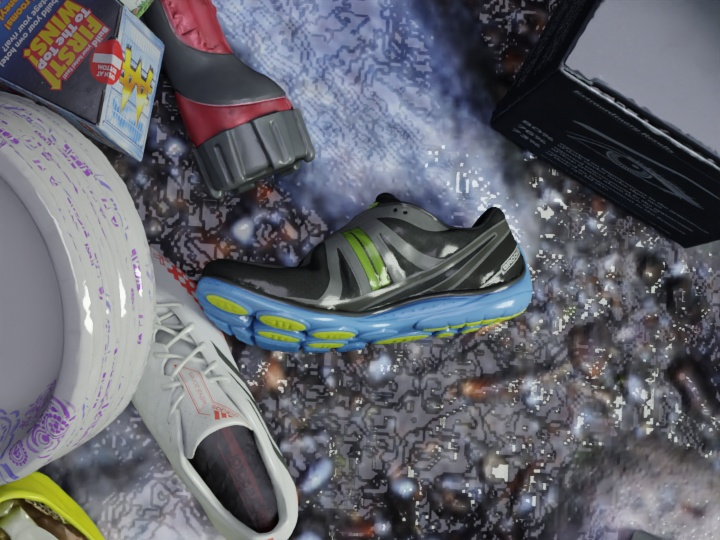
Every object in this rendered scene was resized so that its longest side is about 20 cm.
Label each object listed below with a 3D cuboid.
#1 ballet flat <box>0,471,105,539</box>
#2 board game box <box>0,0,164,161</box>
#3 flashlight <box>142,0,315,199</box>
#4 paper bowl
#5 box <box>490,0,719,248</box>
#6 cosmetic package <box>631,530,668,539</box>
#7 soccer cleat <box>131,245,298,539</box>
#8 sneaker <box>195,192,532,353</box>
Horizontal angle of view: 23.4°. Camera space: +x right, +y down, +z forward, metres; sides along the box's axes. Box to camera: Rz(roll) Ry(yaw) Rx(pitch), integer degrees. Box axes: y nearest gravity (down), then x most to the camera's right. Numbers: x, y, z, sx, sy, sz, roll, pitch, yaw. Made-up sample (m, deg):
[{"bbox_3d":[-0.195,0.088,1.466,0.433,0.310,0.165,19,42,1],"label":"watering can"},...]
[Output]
[{"bbox_3d":[-0.142,0.192,0.955,0.067,0.067,0.200,-41,93,-9],"label":"ballet flat"},{"bbox_3d":[-0.159,-0.164,0.927,0.200,0.062,0.200,41,90,21],"label":"board game box"},{"bbox_3d":[-0.090,-0.144,0.983,0.067,0.068,0.201,-20,89,-25],"label":"flashlight"},{"bbox_3d":[-0.196,0.005,0.914,0.199,0.104,0.202,8,107,27],"label":"paper bowl"},{"bbox_3d":[0.171,-0.098,0.946,0.147,0.200,0.105,31,83,-5],"label":"box"},{"bbox_3d":[0.225,0.279,0.972,0.198,0.123,0.201,21,85,-6],"label":"cosmetic package"},{"bbox_3d":[-0.094,0.067,0.960,0.068,0.085,0.201,-29,91,-8],"label":"soccer cleat"},{"bbox_3d":[0.000,0.000,0.984,0.198,0.071,0.083,-6,77,-20],"label":"sneaker"}]
